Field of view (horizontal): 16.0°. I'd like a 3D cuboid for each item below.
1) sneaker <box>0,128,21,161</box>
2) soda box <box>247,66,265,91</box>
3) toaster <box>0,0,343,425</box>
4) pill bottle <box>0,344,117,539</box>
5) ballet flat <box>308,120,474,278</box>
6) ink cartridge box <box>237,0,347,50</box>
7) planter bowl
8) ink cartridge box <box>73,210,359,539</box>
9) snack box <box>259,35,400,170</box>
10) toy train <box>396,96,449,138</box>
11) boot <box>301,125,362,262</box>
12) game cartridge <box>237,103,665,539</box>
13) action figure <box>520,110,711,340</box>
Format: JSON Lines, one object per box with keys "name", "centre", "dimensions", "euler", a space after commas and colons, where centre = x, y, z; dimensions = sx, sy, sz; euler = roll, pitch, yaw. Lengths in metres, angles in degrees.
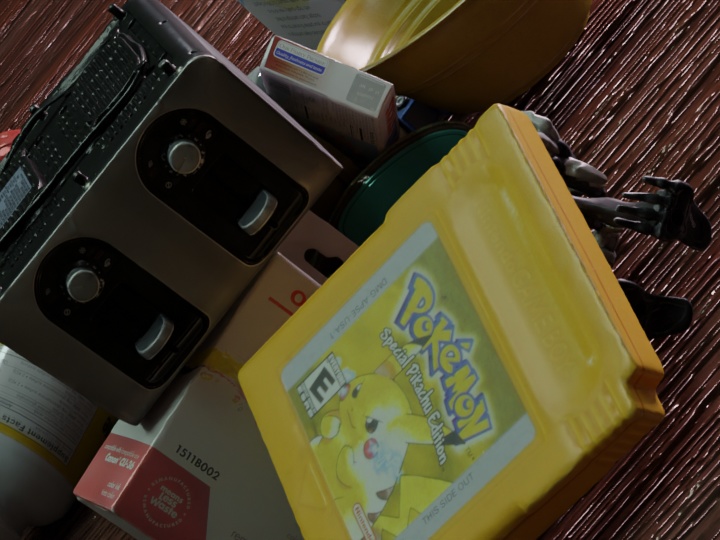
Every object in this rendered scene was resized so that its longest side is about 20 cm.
{"name": "sneaker", "centre": [-0.221, 0.008, 1.776], "dimensions": [0.078, 0.201, 0.116], "euler": [-11, 41, -7]}
{"name": "soda box", "centre": [-0.112, -0.045, 1.726], "dimensions": [0.200, 0.064, 0.068], "euler": [-40, 24, 31]}
{"name": "toaster", "centre": [-0.122, -0.036, 1.345], "dimensions": [0.181, 0.119, 0.200], "euler": [-50, 23, 3]}
{"name": "pill bottle", "centre": [-0.220, 0.095, 1.669], "dimensions": [0.112, 0.112, 0.201], "euler": [-14, 44, 57]}
{"name": "ballet flat", "centre": [0.000, 0.000, 1.440], "dimensions": [0.201, 0.071, 0.071], "euler": [-56, 22, -6]}
{"name": "ink cartridge box", "centre": [-0.030, -0.204, 1.621], "dimensions": [0.085, 0.200, 0.144], "euler": [-54, 22, -13]}
{"name": "planter bowl", "centre": [0.072, -0.150, 1.468], "dimensions": [0.200, 0.084, 0.201], "euler": [-38, 19, 15]}
{"name": "ink cartridge box", "centre": [-0.045, 0.068, 1.351], "dimensions": [0.201, 0.116, 0.067], "euler": [-58, 23, -12]}
{"name": "snack box", "centre": [-0.014, -0.085, 1.459], "dimensions": [0.200, 0.072, 0.024], "euler": [78, -145, -79]}
{"name": "toy train", "centre": [0.076, -0.156, 1.558], "dimensions": [0.200, 0.034, 0.046], "euler": [-53, 34, -2]}
{"name": "boot", "centre": [-0.070, 0.025, 1.476], "dimensions": [0.201, 0.066, 0.175], "euler": [-57, -17, -13]}
{"name": "game cartridge", "centre": [0.037, 0.052, 1.167], "dimensions": [0.200, 0.032, 0.177], "euler": [-47, 50, 28]}
{"name": "action figure", "centre": [0.083, -0.015, 1.242], "dimensions": [0.200, 0.102, 0.120], "euler": [4, 72, 63]}
